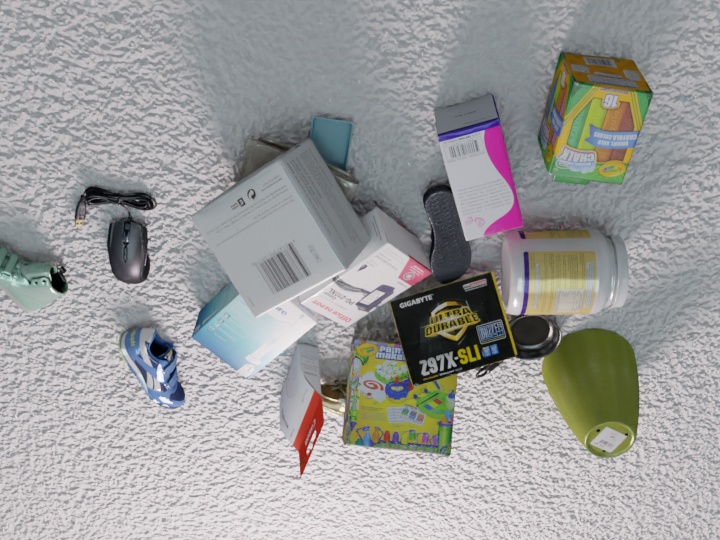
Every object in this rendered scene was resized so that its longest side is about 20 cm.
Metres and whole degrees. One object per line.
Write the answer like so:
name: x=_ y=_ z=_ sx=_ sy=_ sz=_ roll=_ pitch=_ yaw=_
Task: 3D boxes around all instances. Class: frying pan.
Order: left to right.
frying pan: x=0.313 y=0.152 z=1.626 sx=0.113 sy=0.031 sz=0.191 roll=19 pitch=127 yaw=-11

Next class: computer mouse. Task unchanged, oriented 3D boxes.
computer mouse: x=-0.442 y=-0.053 z=1.489 sx=0.138 sy=0.046 sz=0.202 roll=11 pitch=125 yaw=-8

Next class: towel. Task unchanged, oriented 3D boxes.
towel: x=-0.112 y=-0.138 z=1.415 sx=0.198 sy=0.035 sz=0.133 roll=24 pitch=127 yaw=-4

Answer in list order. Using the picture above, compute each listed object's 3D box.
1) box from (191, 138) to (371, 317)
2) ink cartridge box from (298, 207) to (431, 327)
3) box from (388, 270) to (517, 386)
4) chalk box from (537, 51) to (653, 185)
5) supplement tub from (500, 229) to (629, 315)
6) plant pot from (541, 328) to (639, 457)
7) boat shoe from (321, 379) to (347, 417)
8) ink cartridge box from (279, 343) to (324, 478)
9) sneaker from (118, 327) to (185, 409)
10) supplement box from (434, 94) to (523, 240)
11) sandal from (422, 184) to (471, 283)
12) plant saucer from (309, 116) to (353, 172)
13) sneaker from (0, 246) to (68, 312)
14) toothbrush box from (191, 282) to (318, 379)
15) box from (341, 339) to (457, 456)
box: x=-0.124 y=-0.067 z=1.342 sx=0.197 sy=0.131 sz=0.201 roll=-27 pitch=101 yaw=28
ink cartridge box: x=0.000 y=0.000 z=1.466 sx=0.199 sy=0.085 sz=0.144 roll=-34 pitch=142 yaw=22
box: x=0.165 y=0.105 z=1.511 sx=0.197 sy=0.049 sz=0.162 roll=-15 pitch=86 yaw=-2
chalk box: x=0.355 y=-0.218 z=1.309 sx=0.123 sy=0.125 sz=0.202 roll=6 pitch=125 yaw=-2
supplement tub: x=0.349 y=0.003 z=1.451 sx=0.197 sy=0.146 sz=0.147 roll=0 pitch=125 yaw=2
plant pot: x=0.452 y=0.248 z=1.586 sx=0.184 sy=0.201 sz=0.189 roll=0 pitch=126 yaw=1
boat shoe: x=-0.005 y=0.254 z=1.686 sx=0.197 sy=0.074 sz=0.063 roll=11 pitch=120 yaw=-20
ink cartridge box: x=-0.117 y=0.268 z=1.613 sx=0.056 sy=0.201 sz=0.164 roll=14 pitch=124 yaw=-11
sneaker: x=-0.393 y=0.193 z=1.647 sx=0.081 sy=0.074 sz=0.201 roll=-21 pitch=123 yaw=13
supplement box: x=0.193 y=-0.165 z=1.363 sx=0.100 sy=0.104 sz=0.202 roll=-13 pitch=123 yaw=10
sandal: x=0.152 y=-0.065 z=1.471 sx=0.075 sy=0.043 sz=0.202 roll=-10 pitch=126 yaw=-1
plant saucer: x=-0.059 y=-0.167 z=1.419 sx=0.069 sy=0.019 sz=0.202 roll=7 pitch=126 yaw=-4
sneaker: x=-0.615 y=-0.014 z=1.503 sx=0.117 sy=0.074 sz=0.201 roll=-19 pitch=132 yaw=22
toothbrush box: x=-0.193 y=0.086 z=1.558 sx=0.146 sy=0.086 sz=0.200 roll=39 pitch=118 yaw=-22
box: x=0.073 y=0.237 z=1.578 sx=0.197 sy=0.122 sz=0.196 roll=7 pitch=83 yaw=-3
